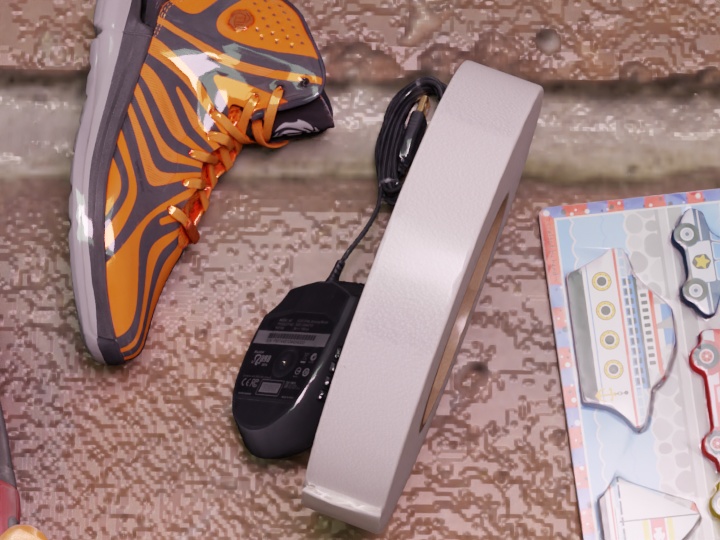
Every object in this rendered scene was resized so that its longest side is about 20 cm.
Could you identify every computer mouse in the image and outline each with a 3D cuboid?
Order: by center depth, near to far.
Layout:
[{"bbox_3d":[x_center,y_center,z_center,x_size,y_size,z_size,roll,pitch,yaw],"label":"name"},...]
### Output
[{"bbox_3d":[0.000,0.000,1.140,0.034,0.059,0.200,40,69,-34],"label":"computer mouse"}]

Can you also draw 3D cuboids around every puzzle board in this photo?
[{"bbox_3d":[0.168,0.059,1.134,0.151,0.017,0.200,-6,74,-2],"label":"puzzle board"}]

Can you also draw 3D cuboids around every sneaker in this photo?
[{"bbox_3d":[-0.069,-0.053,1.131,0.112,0.078,0.200,5,75,2],"label":"sneaker"}]

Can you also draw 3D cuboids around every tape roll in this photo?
[{"bbox_3d":[0.027,0.012,1.050,0.037,0.203,0.203,20,76,5],"label":"tape roll"}]

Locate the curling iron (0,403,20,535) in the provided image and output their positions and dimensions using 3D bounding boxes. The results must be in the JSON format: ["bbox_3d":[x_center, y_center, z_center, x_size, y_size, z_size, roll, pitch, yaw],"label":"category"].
[{"bbox_3d":[-0.173,0.103,1.114,0.050,0.026,0.200,-2,74,-3],"label":"curling iron"}]

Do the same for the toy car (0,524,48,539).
[{"bbox_3d":[-0.172,0.190,1.009,0.200,0.184,0.177,-30,77,-9],"label":"toy car"}]
